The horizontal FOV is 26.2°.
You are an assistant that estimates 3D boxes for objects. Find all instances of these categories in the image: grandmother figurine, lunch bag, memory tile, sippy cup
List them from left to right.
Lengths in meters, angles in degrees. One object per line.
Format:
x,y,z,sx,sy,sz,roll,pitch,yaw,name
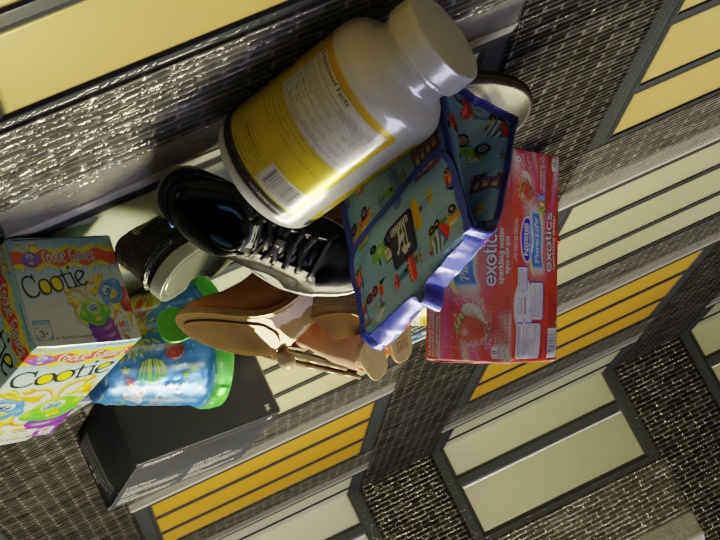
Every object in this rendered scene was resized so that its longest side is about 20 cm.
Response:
-0.212,0.079,1.554,0.130,0.140,0.178,-6,131,-28,sippy cup
-0.095,0.095,1.799,0.153,0.017,0.200,14,177,26,memory tile
-0.043,0.052,1.465,0.199,0.061,0.121,12,-156,42,grandmother figurine
0.055,-0.036,1.261,0.094,0.201,0.151,27,127,-23,lunch bag

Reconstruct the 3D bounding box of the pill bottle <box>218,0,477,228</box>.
-0.009,-0.128,1.224,0.200,0.112,0.112,-35,163,26,pill bottle

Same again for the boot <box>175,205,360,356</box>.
-0.069,-0.006,1.434,0.199,0.155,0.074,-5,145,19,boot

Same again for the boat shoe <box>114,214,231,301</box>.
-0.152,-0.030,1.397,0.072,0.060,0.201,-60,170,20,boat shoe

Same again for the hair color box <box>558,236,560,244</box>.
0.135,-0.028,1.799,0.061,0.102,0.200,13,143,-36,hair color box

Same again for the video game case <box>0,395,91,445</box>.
-0.351,0.144,1.652,0.182,0.022,0.200,-30,169,20,video game case

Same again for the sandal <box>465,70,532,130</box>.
0.057,-0.129,1.344,0.199,0.055,0.082,-1,133,-20,sandal

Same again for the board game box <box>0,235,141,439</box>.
-0.293,0.064,1.370,0.105,0.103,0.200,-4,153,-38,board game box

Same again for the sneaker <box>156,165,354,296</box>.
-0.078,-0.022,1.288,0.112,0.199,0.073,-127,-120,-78,sneaker

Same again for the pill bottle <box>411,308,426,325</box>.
0.000,0.000,1.564,0.199,0.113,0.113,0,165,4,pill bottle

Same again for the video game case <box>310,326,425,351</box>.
0.034,0.049,1.747,0.199,0.023,0.182,-26,156,24,video game case

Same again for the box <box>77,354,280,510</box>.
-0.228,0.192,1.925,0.199,0.104,0.182,-19,164,-29,box

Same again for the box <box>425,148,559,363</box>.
0.125,-0.013,1.465,0.095,0.201,0.100,0,179,32,box
